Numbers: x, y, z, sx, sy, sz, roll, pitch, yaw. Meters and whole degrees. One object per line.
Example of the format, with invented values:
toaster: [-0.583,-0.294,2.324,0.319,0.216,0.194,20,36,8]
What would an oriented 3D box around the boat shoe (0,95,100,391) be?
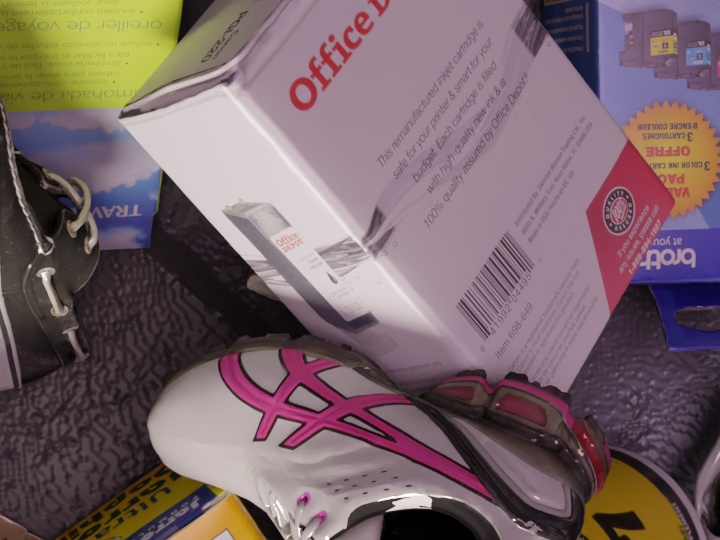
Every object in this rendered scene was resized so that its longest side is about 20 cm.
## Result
boat shoe: [-0.144,-0.018,0.749,0.063,0.200,0.071,-12,60,-12]

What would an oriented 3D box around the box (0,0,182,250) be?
box: [-0.141,-0.081,0.753,0.121,0.200,0.048,-2,57,-12]

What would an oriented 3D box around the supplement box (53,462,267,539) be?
supplement box: [-0.061,0.199,0.808,0.109,0.109,0.200,-34,103,-12]

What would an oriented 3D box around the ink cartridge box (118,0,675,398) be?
ink cartridge box: [0.020,-0.045,0.736,0.200,0.085,0.146,50,56,-23]

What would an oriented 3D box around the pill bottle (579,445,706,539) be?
pill bottle: [0.068,0.150,0.786,0.200,0.114,0.115,-13,106,-57]

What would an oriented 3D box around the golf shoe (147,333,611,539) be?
golf shoe: [-0.009,0.079,0.694,0.092,0.199,0.073,-54,137,-40]

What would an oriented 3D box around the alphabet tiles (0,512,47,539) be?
alphabet tiles: [-0.192,0.216,0.837,0.166,0.006,0.200,31,87,-13]

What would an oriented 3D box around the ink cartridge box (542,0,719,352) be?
ink cartridge box: [0.163,-0.064,0.863,0.136,0.076,0.201,-3,97,-13]

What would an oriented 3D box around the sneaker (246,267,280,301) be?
sneaker: [0.000,0.000,0.844,0.085,0.073,0.200,-34,110,23]

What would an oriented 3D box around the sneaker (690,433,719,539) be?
sneaker: [0.185,0.128,0.867,0.071,0.073,0.201,4,107,-38]
